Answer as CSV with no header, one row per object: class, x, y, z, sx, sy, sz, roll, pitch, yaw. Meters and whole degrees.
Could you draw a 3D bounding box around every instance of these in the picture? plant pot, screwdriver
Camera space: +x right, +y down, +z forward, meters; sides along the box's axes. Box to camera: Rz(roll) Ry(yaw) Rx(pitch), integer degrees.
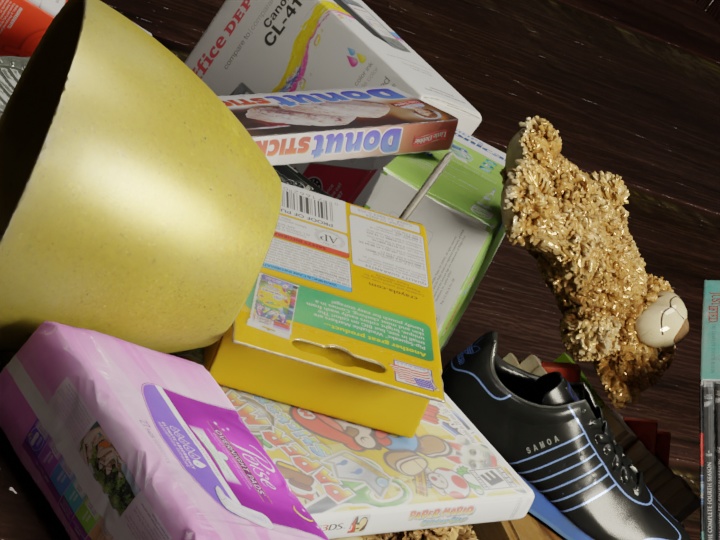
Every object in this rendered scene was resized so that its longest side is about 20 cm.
plant pot,-0.127,-0.031,1.515,0.142,0.200,0.200,24,19,-15
screwdriver,0.000,0.000,1.713,0.029,0.200,0.028,-10,54,-46

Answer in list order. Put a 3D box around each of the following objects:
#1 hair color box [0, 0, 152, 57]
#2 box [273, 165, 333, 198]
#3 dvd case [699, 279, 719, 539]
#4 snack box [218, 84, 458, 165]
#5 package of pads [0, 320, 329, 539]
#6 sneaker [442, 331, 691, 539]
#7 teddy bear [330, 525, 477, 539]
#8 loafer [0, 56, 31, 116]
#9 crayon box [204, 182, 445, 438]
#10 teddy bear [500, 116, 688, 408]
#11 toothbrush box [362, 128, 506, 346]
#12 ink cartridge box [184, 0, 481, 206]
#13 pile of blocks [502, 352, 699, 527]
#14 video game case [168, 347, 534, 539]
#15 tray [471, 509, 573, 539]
hair color box,-0.247,-0.181,1.957,0.200,0.061,0.102,31,17,-12
box,-0.122,-0.035,1.729,0.160,0.044,0.200,37,35,6
dvd case,0.233,0.126,1.834,0.022,0.200,0.146,1,25,8
snack box,-0.033,-0.092,1.788,0.200,0.024,0.072,-7,26,-43
package of pads,-0.095,0.116,1.422,0.120,0.076,0.200,17,25,-44
sneaker,0.134,0.116,1.737,0.200,0.078,0.070,32,17,-11
teddy bear,0.012,0.148,1.587,0.145,0.067,0.200,17,28,-20
loafer,-0.216,-0.097,1.796,0.075,0.070,0.200,55,34,7
crayon box,-0.023,0.025,1.600,0.126,0.052,0.200,17,27,-12
teddy bear,0.150,-0.007,1.782,0.200,0.067,0.145,62,19,-12
toothbrush box,0.038,-0.006,1.875,0.086,0.146,0.200,29,17,6
ink cartridge box,-0.031,-0.121,2.062,0.200,0.148,0.086,45,18,31
pile of blocks,0.165,0.107,1.885,0.200,0.062,0.082,44,11,-31
video game case,-0.025,0.078,1.583,0.182,0.023,0.200,-2,37,-39
tray,0.100,0.151,1.774,0.099,0.037,0.200,27,20,-26
